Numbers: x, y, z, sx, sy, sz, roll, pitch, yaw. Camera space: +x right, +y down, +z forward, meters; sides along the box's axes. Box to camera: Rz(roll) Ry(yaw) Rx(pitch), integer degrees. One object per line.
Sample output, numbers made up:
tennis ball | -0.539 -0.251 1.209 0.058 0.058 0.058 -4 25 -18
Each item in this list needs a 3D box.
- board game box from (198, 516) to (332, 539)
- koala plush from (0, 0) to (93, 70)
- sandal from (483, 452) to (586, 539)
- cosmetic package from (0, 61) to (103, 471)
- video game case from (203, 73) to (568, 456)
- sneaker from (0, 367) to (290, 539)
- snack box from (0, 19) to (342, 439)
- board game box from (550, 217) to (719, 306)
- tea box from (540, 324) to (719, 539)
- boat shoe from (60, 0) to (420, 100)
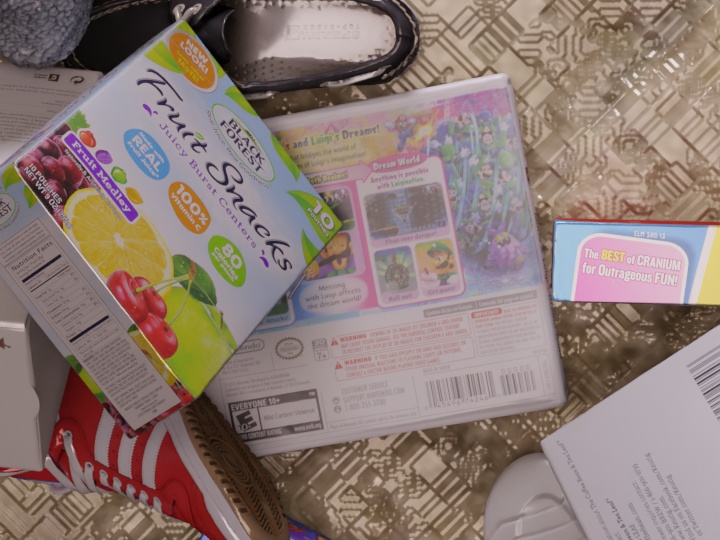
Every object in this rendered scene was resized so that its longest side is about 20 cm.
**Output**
board game box | -0.017 0.226 1.336 0.200 0.045 0.135 28 95 3
koala plush | -0.166 -0.228 1.264 0.184 0.177 0.200 43 88 2
sandal | 0.135 0.193 1.320 0.082 0.050 0.203 -35 76 14
cosmetic package | -0.185 -0.006 1.250 0.085 0.200 0.108 6 132 4
video game case | 0.000 0.000 1.325 0.200 0.024 0.182 -10 92 11
sneaker | -0.127 0.108 1.304 0.112 0.071 0.200 -44 60 7
snack box | -0.101 -0.026 1.215 0.053 0.200 0.142 -31 101 31
board game box | 0.198 -0.004 1.252 0.200 0.153 0.040 1 92 4
tea box | 0.217 0.162 1.196 0.134 0.197 0.200 -34 50 10
boat shoe | -0.068 -0.125 1.312 0.200 0.060 0.074 3 93 4
